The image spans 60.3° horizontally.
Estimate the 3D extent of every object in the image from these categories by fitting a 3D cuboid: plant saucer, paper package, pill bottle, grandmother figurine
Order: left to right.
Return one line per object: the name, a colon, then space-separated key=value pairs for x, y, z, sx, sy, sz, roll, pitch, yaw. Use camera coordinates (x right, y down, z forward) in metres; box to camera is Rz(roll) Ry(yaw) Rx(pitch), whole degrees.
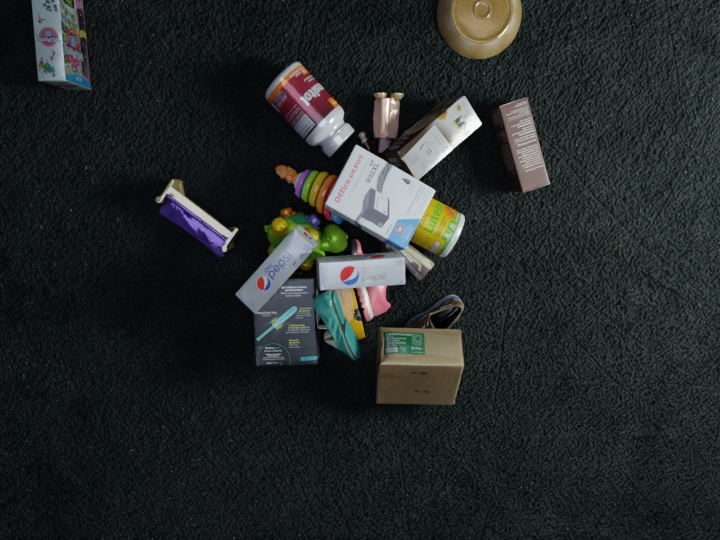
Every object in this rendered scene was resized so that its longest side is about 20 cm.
pill bottle: x=-0.111 y=-0.360 z=1.405 sx=0.113 sy=0.113 sz=0.200 roll=-44 pitch=98 yaw=5
grandmother figurine: x=0.056 y=-0.307 z=1.445 sx=0.119 sy=0.061 sz=0.204 roll=1 pitch=96 yaw=8
pill bottle: x=0.132 y=-0.123 z=1.445 sx=0.198 sy=0.111 sz=0.112 roll=27 pitch=97 yaw=-5
paper package: x=0.135 y=0.226 z=1.460 sx=0.196 sy=0.105 sz=0.192 roll=1 pitch=139 yaw=-1
plant saucer: x=0.275 y=-0.591 z=1.416 sx=0.197 sy=0.035 sz=0.204 roll=0 pitch=98 yaw=-1

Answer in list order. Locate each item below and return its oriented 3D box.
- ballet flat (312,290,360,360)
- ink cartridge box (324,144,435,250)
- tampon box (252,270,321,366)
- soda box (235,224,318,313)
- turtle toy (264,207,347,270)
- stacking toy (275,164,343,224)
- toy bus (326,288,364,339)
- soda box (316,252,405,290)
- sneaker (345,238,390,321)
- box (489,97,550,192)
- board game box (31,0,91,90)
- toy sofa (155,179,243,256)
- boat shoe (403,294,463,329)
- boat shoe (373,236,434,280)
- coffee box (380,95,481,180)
ballet flat: x=-0.059 y=0.128 z=1.418 sx=0.069 sy=0.068 sz=0.202 roll=-11 pitch=125 yaw=15
ink cartridge box: x=0.039 y=-0.155 z=1.340 sx=0.198 sy=0.084 sz=0.147 roll=29 pitch=90 yaw=-4
tampon box: x=-0.171 y=0.109 z=1.467 sx=0.147 sy=0.126 sz=0.204 roll=-1 pitch=98 yaw=1
soda box: x=-0.180 y=-0.004 z=1.346 sx=0.063 sy=0.068 sz=0.200 roll=42 pitch=102 yaw=-4
turtle toy: x=-0.128 y=-0.079 z=1.445 sx=0.197 sy=0.146 sz=0.102 roll=16 pitch=58 yaw=-3
stacking toy: x=-0.112 y=-0.196 z=1.445 sx=0.198 sy=0.116 sz=0.111 roll=25 pitch=95 yaw=7
toy bus: x=-0.043 y=0.071 z=1.486 sx=0.064 sy=0.078 sz=0.203 roll=-15 pitch=99 yaw=-4
soda box: x=0.000 y=0.000 z=1.407 sx=0.196 sy=0.068 sz=0.065 roll=-3 pitch=103 yaw=-9
sneaker: x=0.020 y=0.015 z=1.496 sx=0.086 sy=0.074 sz=0.203 roll=-16 pitch=103 yaw=-12
box: x=0.366 y=-0.286 z=1.431 sx=0.074 sy=0.100 sz=0.203 roll=-16 pitch=99 yaw=2
board game box: x=-0.653 y=-0.508 z=1.356 sx=0.063 sy=0.148 sz=0.204 roll=-1 pitch=99 yaw=-3
toy sofa: x=-0.381 y=-0.118 z=1.452 sx=0.199 sy=0.083 sz=0.098 roll=37 pitch=95 yaw=-6
boat shoe: x=0.166 y=0.135 z=1.504 sx=0.200 sy=0.072 sz=0.072 roll=-44 pitch=98 yaw=6
boat shoe: x=0.082 y=-0.047 z=1.477 sx=0.199 sy=0.072 sz=0.065 roll=33 pitch=92 yaw=-11
coffee box: x=0.157 y=-0.295 z=1.393 sx=0.200 sy=0.114 sz=0.080 roll=-42 pitch=108 yaw=-9
